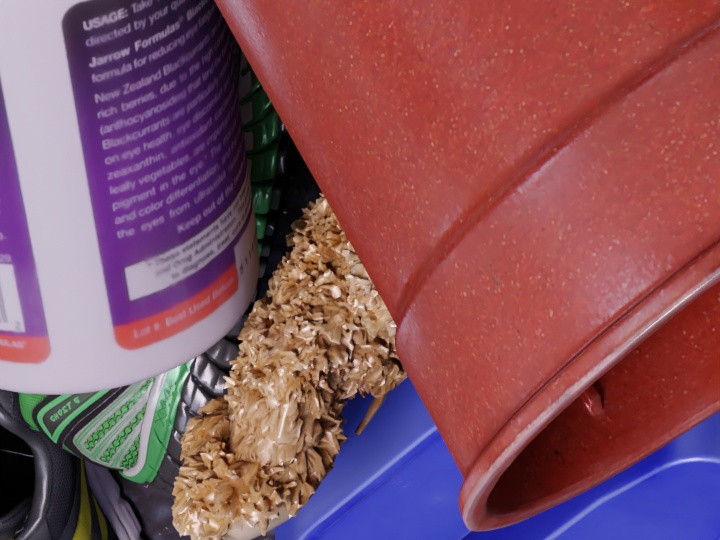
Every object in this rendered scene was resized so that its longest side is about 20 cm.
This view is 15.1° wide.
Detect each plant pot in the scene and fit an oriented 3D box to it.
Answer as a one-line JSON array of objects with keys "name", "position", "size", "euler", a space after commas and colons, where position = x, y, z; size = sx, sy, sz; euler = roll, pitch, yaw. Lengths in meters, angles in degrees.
[{"name": "plant pot", "position": [0.056, -0.069, 0.707], "size": [0.201, 0.201, 0.195], "euler": [-45, 73, 36]}]

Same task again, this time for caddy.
[{"name": "caddy", "position": [0.052, 0.057, 0.952], "size": [0.141, 0.105, 0.200], "euler": [27, 131, -28]}]

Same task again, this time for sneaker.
[{"name": "sneaker", "position": [-0.070, -0.021, 0.931], "size": [0.085, 0.078, 0.200], "euler": [14, 105, -3]}, {"name": "sneaker", "position": [-0.136, 0.095, 1.056], "size": [0.074, 0.085, 0.200], "euler": [6, 123, 18]}]

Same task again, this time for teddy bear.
[{"name": "teddy bear", "position": [0.000, 0.000, 0.847], "size": [0.067, 0.145, 0.200], "euler": [37, 116, -2]}]

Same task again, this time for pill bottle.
[{"name": "pill bottle", "position": [-0.094, -0.073, 0.805], "size": [0.111, 0.111, 0.200], "euler": [6, 126, 17]}]
